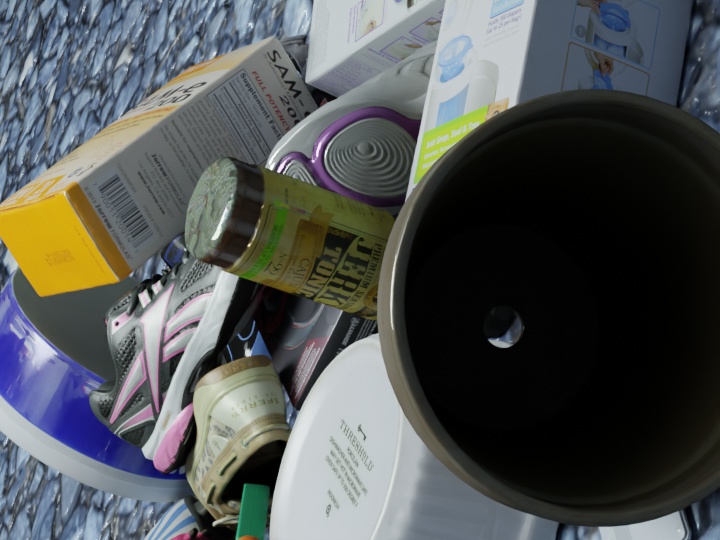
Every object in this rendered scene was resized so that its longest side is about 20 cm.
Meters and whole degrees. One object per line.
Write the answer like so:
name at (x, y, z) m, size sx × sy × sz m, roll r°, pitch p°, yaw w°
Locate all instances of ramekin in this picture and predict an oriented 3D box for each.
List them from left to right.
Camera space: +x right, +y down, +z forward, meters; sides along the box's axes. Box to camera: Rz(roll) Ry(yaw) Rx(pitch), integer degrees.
ramekin at (0.024, 0.127, 1.222) m, size 0.202 × 0.094 × 0.203 m, roll -47°, pitch 33°, yaw 45°

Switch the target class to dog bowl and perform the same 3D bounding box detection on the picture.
dog bowl at (-0.182, 0.077, 1.574) m, size 0.079 × 0.199 × 0.200 m, roll -60°, pitch 26°, yaw 19°

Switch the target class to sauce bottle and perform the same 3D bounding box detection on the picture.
sauce bottle at (-0.001, -0.008, 1.243) m, size 0.065 × 0.199 × 0.065 m, roll -43°, pitch 38°, yaw 47°

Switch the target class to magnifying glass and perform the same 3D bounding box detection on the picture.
magnifying glass at (-0.066, 0.169, 1.288) m, size 0.200 × 0.022 × 0.080 m, roll 115°, pitch 164°, yaw -86°

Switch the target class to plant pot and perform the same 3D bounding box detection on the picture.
plant pot at (0.091, 0.024, 1.059) m, size 0.173 × 0.199 × 0.201 m, roll 158°, pitch 128°, yaw -75°

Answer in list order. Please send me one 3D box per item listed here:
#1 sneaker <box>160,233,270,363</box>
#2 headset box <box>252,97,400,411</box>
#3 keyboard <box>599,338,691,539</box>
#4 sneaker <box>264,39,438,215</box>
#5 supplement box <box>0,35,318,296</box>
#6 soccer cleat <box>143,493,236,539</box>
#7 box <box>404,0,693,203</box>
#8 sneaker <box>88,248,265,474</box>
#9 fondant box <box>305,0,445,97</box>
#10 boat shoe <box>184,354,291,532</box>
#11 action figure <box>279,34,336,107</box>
sneaker at (-0.107, 0.013, 1.609) m, size 0.070 × 0.078 × 0.200 m, roll -61°, pitch 25°, yaw 23°
headset box at (0.000, 0.000, 1.389) m, size 0.149 × 0.075 × 0.200 m, roll -63°, pitch 25°, yaw 19°
keyboard at (0.133, 0.082, 1.128) m, size 0.056 × 0.011 × 0.201 m, roll -51°, pitch 31°, yaw 29°
sneaker at (0.032, -0.089, 1.309) m, size 0.075 × 0.199 × 0.100 m, roll 67°, pitch 171°, yaw -15°
supplement box at (-0.138, -0.070, 1.466) m, size 0.200 × 0.074 × 0.126 m, roll -40°, pitch 16°, yaw -31°
soccer cleat at (-0.118, 0.212, 1.458) m, size 0.086 × 0.070 × 0.200 m, roll -48°, pitch 7°, yaw 4°
box at (0.109, -0.118, 1.206) m, size 0.112 × 0.101 × 0.201 m, roll -17°, pitch 57°, yaw 61°
sneaker at (-0.122, 0.031, 1.400) m, size 0.201 × 0.086 × 0.080 m, roll -66°, pitch -9°, yaw 13°
fondant box at (0.048, -0.212, 1.433) m, size 0.200 × 0.058 × 0.145 m, roll -29°, pitch 47°, yaw 47°
boat shoe at (-0.072, 0.129, 1.400) m, size 0.200 × 0.073 × 0.063 m, roll 86°, pitch 159°, yaw -60°
action figure at (-0.045, -0.106, 1.578) m, size 0.201 × 0.069 × 0.130 m, roll -57°, pitch 22°, yaw 23°
